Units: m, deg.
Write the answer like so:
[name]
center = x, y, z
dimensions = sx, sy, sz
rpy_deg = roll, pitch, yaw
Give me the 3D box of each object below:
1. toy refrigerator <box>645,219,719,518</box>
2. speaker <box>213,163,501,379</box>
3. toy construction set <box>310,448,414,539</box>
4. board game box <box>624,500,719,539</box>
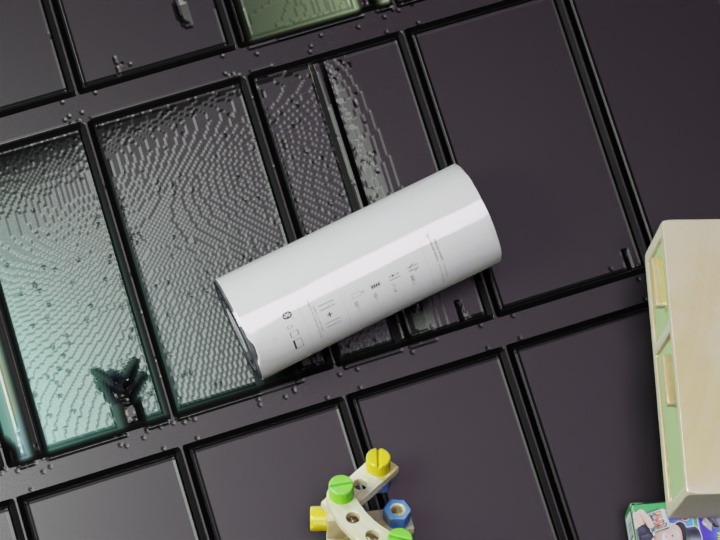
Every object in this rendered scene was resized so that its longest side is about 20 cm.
[toy refrigerator]
center = 0.244, 0.070, 1.497
dimensions = 0.069, 0.076, 0.201
rpy_deg = -1, 71, -3
[speaker]
center = 0.000, 0.000, 1.507
dimensions = 0.199, 0.081, 0.082
rpy_deg = -26, 82, -8
[toy construction set]
center = -0.043, 0.213, 1.449
dimensions = 0.199, 0.092, 0.131
rpy_deg = -26, 51, -7
[board game box]
center = 0.268, 0.257, 1.477
dimensions = 0.133, 0.029, 0.201
rpy_deg = -4, 64, -5
